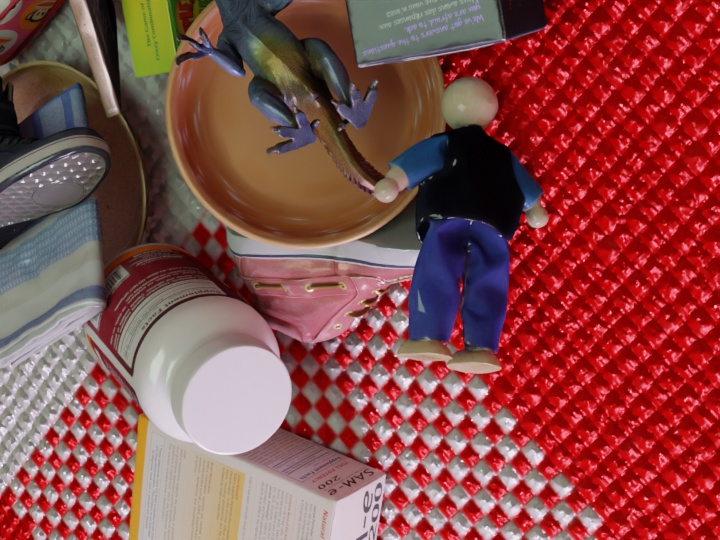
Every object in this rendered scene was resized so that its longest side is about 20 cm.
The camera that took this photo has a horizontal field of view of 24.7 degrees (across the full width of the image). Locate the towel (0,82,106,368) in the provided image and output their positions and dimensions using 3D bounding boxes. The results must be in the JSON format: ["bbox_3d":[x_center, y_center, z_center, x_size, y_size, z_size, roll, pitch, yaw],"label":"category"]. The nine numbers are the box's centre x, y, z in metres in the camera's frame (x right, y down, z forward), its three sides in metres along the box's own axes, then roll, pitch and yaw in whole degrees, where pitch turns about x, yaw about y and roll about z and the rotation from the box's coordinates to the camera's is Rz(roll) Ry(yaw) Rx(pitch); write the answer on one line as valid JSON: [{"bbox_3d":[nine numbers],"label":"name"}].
[{"bbox_3d":[-0.260,-0.033,1.317,0.147,0.024,0.201,-28,61,37],"label":"towel"}]

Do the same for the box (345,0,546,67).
[{"bbox_3d":[0.045,-0.242,1.066,0.106,0.122,0.201,-7,100,21],"label":"box"}]

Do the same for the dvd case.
[{"bbox_3d":[-0.209,-0.236,1.213,0.016,0.149,0.201,-13,130,0],"label":"dvd case"}]

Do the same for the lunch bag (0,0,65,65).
[{"bbox_3d":[-0.323,-0.282,1.349,0.176,0.082,0.201,-39,79,35],"label":"lunch bag"}]

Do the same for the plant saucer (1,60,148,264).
[{"bbox_3d":[-0.244,-0.077,1.379,0.199,0.035,0.201,11,109,33],"label":"plant saucer"}]

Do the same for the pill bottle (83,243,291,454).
[{"bbox_3d":[-0.130,0.060,1.243,0.200,0.112,0.114,37,126,57],"label":"pill bottle"}]

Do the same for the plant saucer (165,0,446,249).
[{"bbox_3d":[-0.038,-0.115,1.172,0.199,0.037,0.201,0,88,2],"label":"plant saucer"}]

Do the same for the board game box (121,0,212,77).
[{"bbox_3d":[-0.134,-0.251,1.213,0.047,0.101,0.201,-3,101,38],"label":"board game box"}]

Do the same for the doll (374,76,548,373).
[{"bbox_3d":[0.067,-0.037,1.116,0.048,0.136,0.201,-16,64,60],"label":"doll"}]

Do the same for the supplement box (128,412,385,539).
[{"bbox_3d":[-0.086,0.193,1.321,0.199,0.073,0.127,20,114,29],"label":"supplement box"}]

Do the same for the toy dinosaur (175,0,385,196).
[{"bbox_3d":[-0.075,-0.144,1.122,0.182,0.105,0.200,47,165,41],"label":"toy dinosaur"}]

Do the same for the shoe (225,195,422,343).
[{"bbox_3d":[0.000,0.000,1.216,0.199,0.072,0.091,2,125,24],"label":"shoe"}]

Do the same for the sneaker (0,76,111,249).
[{"bbox_3d":[-0.275,-0.108,1.285,0.202,0.077,0.147,-24,64,37],"label":"sneaker"}]
